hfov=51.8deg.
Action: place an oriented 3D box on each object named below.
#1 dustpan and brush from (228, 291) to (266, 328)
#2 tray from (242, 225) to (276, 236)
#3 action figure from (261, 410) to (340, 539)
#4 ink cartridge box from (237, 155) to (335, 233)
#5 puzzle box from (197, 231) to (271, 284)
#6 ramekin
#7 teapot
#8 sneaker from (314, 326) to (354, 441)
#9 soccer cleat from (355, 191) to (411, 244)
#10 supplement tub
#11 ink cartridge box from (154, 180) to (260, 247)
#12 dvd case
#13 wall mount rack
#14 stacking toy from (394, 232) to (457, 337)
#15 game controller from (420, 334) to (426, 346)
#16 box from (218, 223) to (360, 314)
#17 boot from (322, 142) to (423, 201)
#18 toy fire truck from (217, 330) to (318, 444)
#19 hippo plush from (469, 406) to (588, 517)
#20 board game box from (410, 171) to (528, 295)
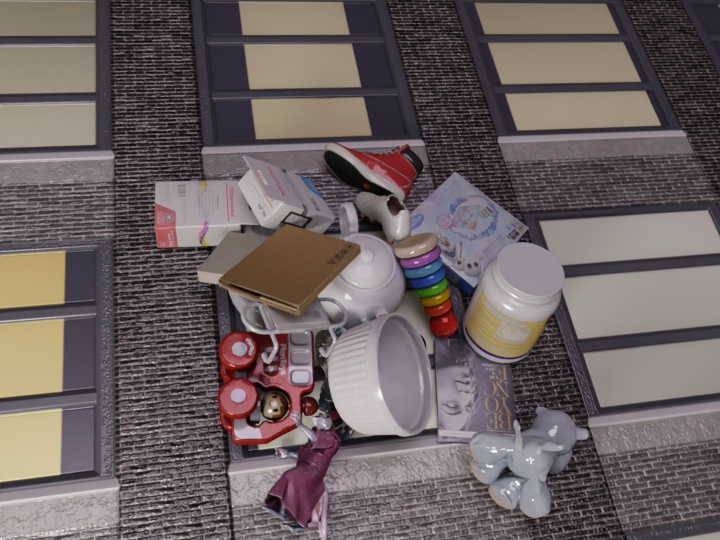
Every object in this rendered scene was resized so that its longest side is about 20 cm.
[{"bbox_3d":[-0.165,0.076,1.370,0.139,0.057,0.201,-11,57,-12],"label":"dustpan and brush"},{"bbox_3d":[-0.163,-0.054,1.419,0.107,0.022,0.200,-9,45,-13],"label":"tray"},{"bbox_3d":[-0.074,0.315,1.197,0.148,0.134,0.200,28,62,5],"label":"action figure"},{"bbox_3d":[-0.152,-0.134,1.401,0.200,0.068,0.116,15,36,-54],"label":"ink cartridge box"},{"bbox_3d":[-0.173,-0.014,1.325,0.199,0.026,0.133,8,36,16],"label":"puzzle box"},{"bbox_3d":[0.032,0.178,1.230,0.105,0.200,0.201,-15,55,28],"label":"ramekin"},{"bbox_3d":[0.000,0.000,1.382,0.199,0.146,0.198,30,60,8],"label":"teapot"},{"bbox_3d":[-0.023,0.197,1.307,0.077,0.086,0.201,-9,78,30],"label":"sneaker"},{"bbox_3d":[0.049,-0.122,1.462,0.069,0.078,0.200,-3,29,-25],"label":"soccer cleat"},{"bbox_3d":[0.279,0.060,1.356,0.145,0.200,0.146,6,50,-7],"label":"supplement tub"},{"bbox_3d":[-0.292,-0.110,1.433,0.199,0.068,0.117,-2,56,-10],"label":"ink cartridge box"},{"bbox_3d":[0.211,0.222,1.369,0.148,0.016,0.201,5,60,-8],"label":"dvd case"},{"bbox_3d":[-0.130,0.073,1.264,0.199,0.075,0.174,-2,49,-35],"label":"wall mount rack"},{"bbox_3d":[0.132,0.035,1.382,0.085,0.085,0.201,-27,106,-23],"label":"stacking toy"},{"bbox_3d":[0.064,0.201,1.339,0.104,0.042,0.201,9,59,-5],"label":"game controller"},{"bbox_3d":[-0.118,-0.009,1.269,0.163,0.021,0.200,17,40,26],"label":"box"},{"bbox_3d":[0.030,-0.236,1.568,0.200,0.072,0.145,31,59,-1],"label":"boot"},{"bbox_3d":[-0.156,0.193,1.262,0.167,0.112,0.201,0,62,-9],"label":"toy fire truck"},{"bbox_3d":[0.287,0.295,1.265,0.159,0.201,0.161,23,37,30],"label":"hippo plush"},{"bbox_3d":[0.209,-0.080,1.524,0.199,0.043,0.200,41,62,13],"label":"board game box"}]
